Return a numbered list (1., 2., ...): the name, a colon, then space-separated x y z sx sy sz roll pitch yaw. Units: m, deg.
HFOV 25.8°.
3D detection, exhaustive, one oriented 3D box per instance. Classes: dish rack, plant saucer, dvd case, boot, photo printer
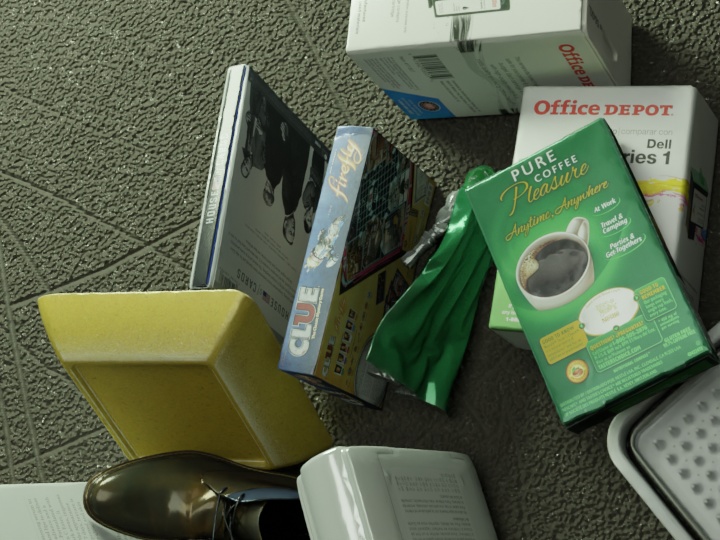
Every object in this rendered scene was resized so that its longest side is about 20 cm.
1. dish rack: 0.296 0.142 1.144 0.172 0.043 0.200 -43 62 9
2. plant saucer: -0.147 0.100 1.275 0.198 0.201 0.049 -2 48 25
3. dvd case: -0.079 -0.045 1.299 0.025 0.150 0.202 -5 63 27
4. boot: -0.110 0.179 1.216 0.198 0.097 0.075 5 85 -18
5. photo printer: 0.045 0.234 1.167 0.069 0.166 0.201 -34 63 33

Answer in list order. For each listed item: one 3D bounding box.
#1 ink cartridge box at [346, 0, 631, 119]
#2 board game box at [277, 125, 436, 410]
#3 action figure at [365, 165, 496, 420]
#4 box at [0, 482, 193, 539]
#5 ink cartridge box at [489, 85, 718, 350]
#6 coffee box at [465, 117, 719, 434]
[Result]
1. ink cartridge box: 0.109 -0.191 1.275 0.198 0.146 0.085 -2 72 24
2. board game box: 0.000 0.000 1.274 0.034 0.135 0.202 9 78 27
3. action figure: 0.069 0.005 1.271 0.054 0.118 0.201 11 71 39
4. box: -0.247 0.253 1.256 0.152 0.199 0.107 -43 61 30
5. ink cartridge box: 0.191 -0.039 1.225 0.144 0.084 0.202 3 77 26
6. coffee box: 0.168 0.002 1.151 0.122 0.044 0.201 -29 66 16
